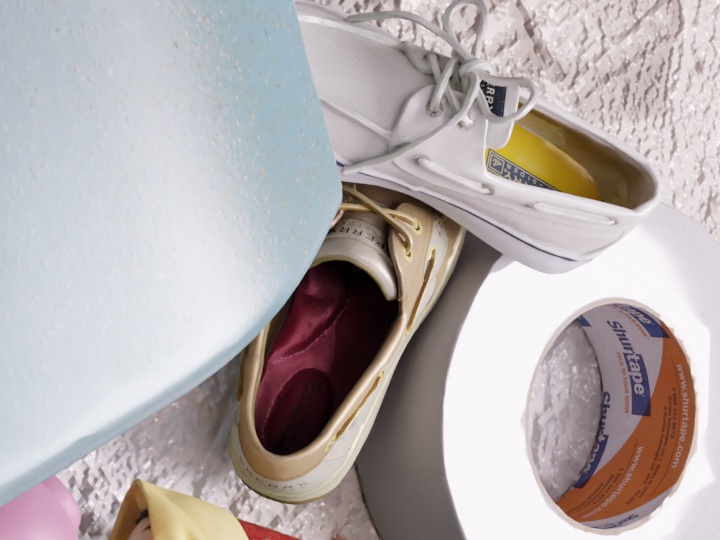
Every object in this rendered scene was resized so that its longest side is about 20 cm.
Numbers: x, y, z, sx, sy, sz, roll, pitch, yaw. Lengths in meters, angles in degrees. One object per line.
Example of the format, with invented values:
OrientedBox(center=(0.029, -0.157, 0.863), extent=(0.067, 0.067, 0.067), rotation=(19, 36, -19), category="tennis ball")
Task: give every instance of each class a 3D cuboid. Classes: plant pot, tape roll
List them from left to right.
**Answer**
OrientedBox(center=(-0.123, -0.047, 0.930), extent=(0.200, 0.195, 0.197), rotation=(-23, 104, -33), category="plant pot")
OrientedBox(center=(0.094, 0.064, 1.207), extent=(0.200, 0.066, 0.201), rotation=(-2, 93, -36), category="tape roll")

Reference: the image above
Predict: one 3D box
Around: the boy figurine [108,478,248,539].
OrientedBox(center=(-0.097, 0.163, 1.005), extent=(0.064, 0.124, 0.200), rotation=(32, 59, -8), category="boy figurine")

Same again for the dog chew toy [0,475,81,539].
OrientedBox(center=(-0.182, 0.142, 0.959), extent=(0.200, 0.124, 0.125), rotation=(-42, 115, -24), category="dog chew toy")

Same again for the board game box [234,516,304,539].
OrientedBox(center=(-0.079, 0.190, 1.062), extent=(0.201, 0.095, 0.030), rotation=(-64, 145, -18), category="board game box")

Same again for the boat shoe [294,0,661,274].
OrientedBox(center=(0.039, -0.063, 1.068), extent=(0.201, 0.086, 0.075), rotation=(28, 56, -24), category="boat shoe")

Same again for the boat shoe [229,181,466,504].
OrientedBox(center=(0.000, 0.000, 1.116), extent=(0.074, 0.066, 0.201), rotation=(17, 79, 4), category="boat shoe")
